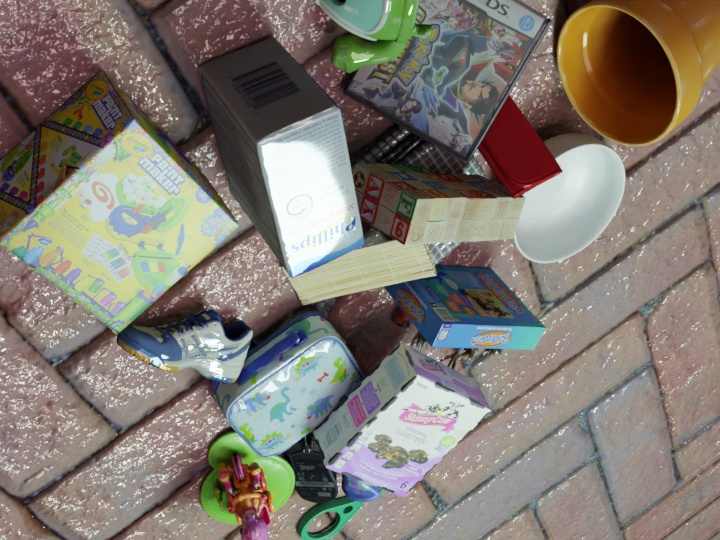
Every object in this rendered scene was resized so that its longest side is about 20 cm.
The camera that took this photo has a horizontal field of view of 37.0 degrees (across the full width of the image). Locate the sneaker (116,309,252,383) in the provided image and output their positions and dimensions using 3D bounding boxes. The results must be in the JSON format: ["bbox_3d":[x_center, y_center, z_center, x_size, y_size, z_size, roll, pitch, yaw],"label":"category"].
[{"bbox_3d":[-0.228,0.085,1.411,0.199,0.075,0.089,17,102,-48],"label":"sneaker"}]

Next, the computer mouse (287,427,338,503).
[{"bbox_3d":[-0.048,0.281,1.668,0.139,0.046,0.201,-5,129,14],"label":"computer mouse"}]

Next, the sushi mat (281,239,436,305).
[{"bbox_3d":[0.000,0.000,1.454,0.198,0.012,0.096,-13,141,14],"label":"sushi mat"}]

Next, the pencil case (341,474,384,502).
[{"bbox_3d":[0.012,0.278,1.707,0.086,0.078,0.201,1,129,-1],"label":"pencil case"}]

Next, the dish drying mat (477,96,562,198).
[{"bbox_3d":[0.170,-0.188,1.363,0.076,0.201,0.018,-28,161,-13],"label":"dish drying mat"}]

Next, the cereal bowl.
[{"bbox_3d":[0.283,-0.115,1.571,0.199,0.083,0.201,-18,132,-21],"label":"cereal bowl"}]

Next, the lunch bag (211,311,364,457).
[{"bbox_3d":[-0.102,0.160,1.536,0.199,0.083,0.161,-36,137,-3],"label":"lunch bag"}]

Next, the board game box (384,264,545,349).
[{"bbox_3d":[0.150,0.051,1.566,0.199,0.152,0.045,4,123,-35],"label":"board game box"}]

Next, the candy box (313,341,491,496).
[{"bbox_3d":[0.060,0.219,1.557,0.167,0.072,0.200,28,113,-37],"label":"candy box"}]

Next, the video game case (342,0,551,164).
[{"bbox_3d":[0.103,-0.259,1.304,0.180,0.026,0.201,29,110,-5],"label":"video game case"}]

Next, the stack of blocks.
[{"bbox_3d":[0.094,-0.084,1.331,0.199,0.115,0.059,-4,117,-42],"label":"stack of blocks"}]

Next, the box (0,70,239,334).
[{"bbox_3d":[-0.279,-0.072,1.203,0.192,0.122,0.200,-40,136,1],"label":"box"}]

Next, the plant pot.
[{"bbox_3d":[0.396,-0.297,1.438,0.183,0.200,0.201,-34,138,-27],"label":"plant pot"}]

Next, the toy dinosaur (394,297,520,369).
[{"bbox_3d":[0.135,0.078,1.662,0.181,0.104,0.201,45,61,-37],"label":"toy dinosaur"}]

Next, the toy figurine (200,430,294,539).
[{"bbox_3d":[-0.153,0.366,1.579,0.149,0.185,0.201,-17,128,-8],"label":"toy figurine"}]

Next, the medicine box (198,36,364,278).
[{"bbox_3d":[-0.090,-0.130,1.238,0.102,0.182,0.201,-24,134,-14],"label":"medicine box"}]

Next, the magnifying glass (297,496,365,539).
[{"bbox_3d":[-0.017,0.398,1.830,0.199,0.022,0.080,-29,135,-8],"label":"magnifying glass"}]

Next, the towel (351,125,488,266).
[{"bbox_3d":[0.088,-0.102,1.450,0.165,0.086,0.200,-40,136,0],"label":"towel"}]

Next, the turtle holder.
[{"bbox_3d":[0.014,-0.323,1.206,0.130,0.142,0.186,3,162,-6],"label":"turtle holder"}]
